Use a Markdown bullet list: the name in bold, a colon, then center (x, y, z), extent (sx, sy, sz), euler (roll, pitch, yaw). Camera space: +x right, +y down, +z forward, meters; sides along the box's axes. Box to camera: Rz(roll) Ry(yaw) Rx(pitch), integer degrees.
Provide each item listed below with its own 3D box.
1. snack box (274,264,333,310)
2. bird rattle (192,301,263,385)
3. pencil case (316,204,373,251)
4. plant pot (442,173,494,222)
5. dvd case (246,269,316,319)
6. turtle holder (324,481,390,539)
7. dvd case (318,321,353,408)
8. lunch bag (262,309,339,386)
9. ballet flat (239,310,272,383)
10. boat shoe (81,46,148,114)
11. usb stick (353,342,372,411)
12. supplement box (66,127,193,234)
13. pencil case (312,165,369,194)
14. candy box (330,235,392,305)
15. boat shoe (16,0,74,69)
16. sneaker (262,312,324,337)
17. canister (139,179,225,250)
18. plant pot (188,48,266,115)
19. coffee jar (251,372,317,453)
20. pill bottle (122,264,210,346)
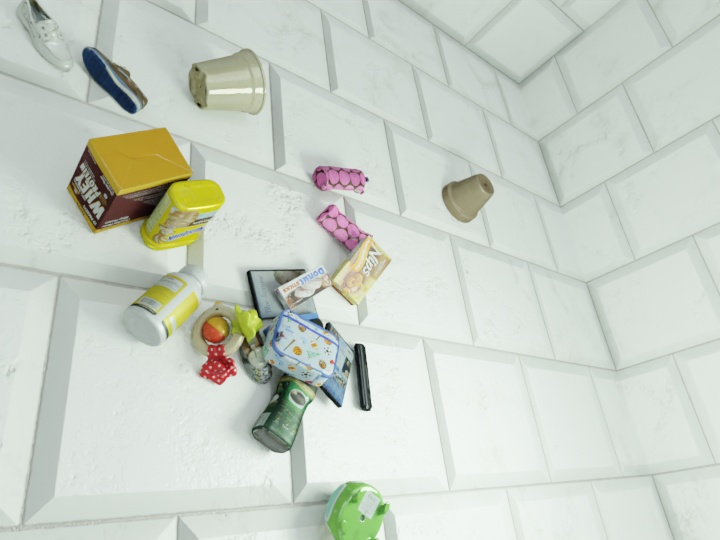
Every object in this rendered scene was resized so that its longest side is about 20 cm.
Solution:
- **snack box**: center (-0.161, 0.049, 1.521), extent (0.200, 0.024, 0.072), euler (-32, 90, -49)
- **bird rattle**: center (-0.336, 0.167, 1.275), extent (0.163, 0.201, 0.113), euler (35, -4, 18)
- **pencil case**: center (-0.049, -0.139, 1.748), extent (0.200, 0.091, 0.094), euler (40, 79, -20)
- **plant pot**: center (0.488, -0.338, 2.307), extent (0.199, 0.174, 0.202), euler (22, 51, -31)
- **dvd case**: center (-0.224, 0.065, 1.496), extent (0.199, 0.018, 0.144), euler (-1, 68, -43)
- **turtle holder**: center (-0.023, 0.611, 1.271), extent (0.140, 0.131, 0.187), euler (14, 76, -33)
- **dvd case**: center (-0.076, 0.264, 1.472), extent (0.143, 0.017, 0.201), euler (54, 31, -30)
- **lunch bag**: center (-0.152, 0.193, 1.346), extent (0.199, 0.076, 0.161), euler (33, 39, -17)
- **ballet flat**: center (-0.278, 0.193, 1.339), extent (0.072, 0.072, 0.202), euler (-13, 75, -46)
- **boat shoe**: center (-0.668, -0.522, 1.425), extent (0.201, 0.072, 0.073), euler (53, 36, -18)
- **usb stick**: center (0.008, 0.315, 1.553), extent (0.056, 0.032, 0.202), euler (54, 26, -60)
- **supplement box**: center (-0.549, -0.214, 1.240), extent (0.197, 0.200, 0.133), euler (-30, 87, -48)
- **pencil case**: center (-0.070, -0.314, 1.827), extent (0.199, 0.090, 0.095), euler (-6, 80, -42)
- **candy box**: center (0.000, 0.000, 1.678), extent (0.115, 0.055, 0.200), euler (45, 65, -14)
- **boat shoe**: center (-0.810, -0.618, 1.343), extent (0.201, 0.069, 0.071), euler (54, 40, -4)
- **sneaker**: center (-0.176, 0.172, 1.448), extent (0.199, 0.070, 0.078), euler (-9, 66, -46)
- **canister**: center (-0.441, -0.138, 1.294), extent (0.148, 0.200, 0.087), euler (-18, 77, -47)
- **plant pot**: center (-0.421, -0.576, 1.611), extent (0.183, 0.200, 0.202), euler (-20, 79, -36)
- **coffee jar**: center (-0.186, 0.348, 1.317), extent (0.104, 0.085, 0.201), euler (42, 43, -14)
- **pill bottle**: center (-0.446, 0.074, 1.226), extent (0.111, 0.111, 0.200), euler (46, 43, -10)
